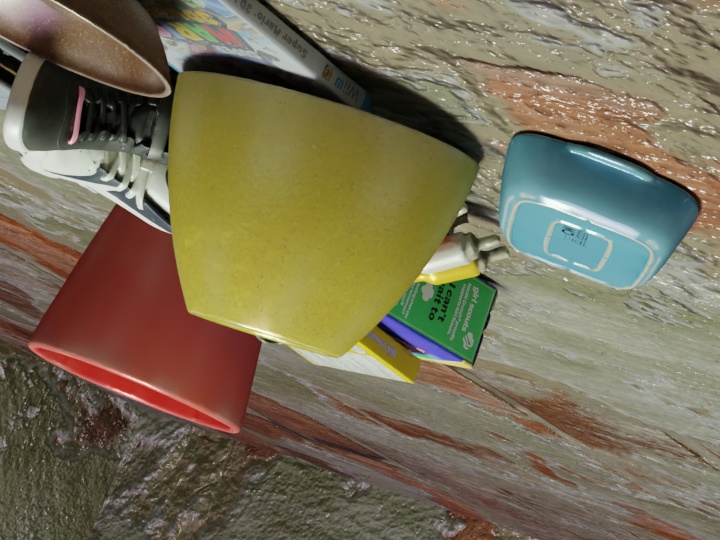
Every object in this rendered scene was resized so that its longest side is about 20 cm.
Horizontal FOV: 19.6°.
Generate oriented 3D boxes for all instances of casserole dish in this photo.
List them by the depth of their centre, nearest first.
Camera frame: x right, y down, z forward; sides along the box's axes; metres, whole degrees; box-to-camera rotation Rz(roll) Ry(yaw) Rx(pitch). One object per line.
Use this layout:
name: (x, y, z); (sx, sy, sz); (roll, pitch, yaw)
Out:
casserole dish: (0.139, -0.031, 1.284); (0.121, 0.039, 0.200); (21, 169, 4)

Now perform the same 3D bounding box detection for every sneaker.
sneaker: (-0.157, -0.103, 1.355); (0.099, 0.071, 0.200); (17, -169, 11)
sneaker: (-0.164, -0.082, 1.542); (0.129, 0.080, 0.199); (18, 169, 13)

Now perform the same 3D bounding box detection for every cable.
cable: (0.000, 0.000, 1.460); (0.200, 0.050, 0.097); (-27, 138, 16)

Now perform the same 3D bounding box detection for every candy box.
candy box: (-0.042, 0.035, 1.608); (0.102, 0.026, 0.200); (12, 164, 35)
candy box: (-0.018, 0.001, 1.665); (0.200, 0.077, 0.169); (28, 166, -38)

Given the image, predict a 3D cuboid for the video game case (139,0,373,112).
video game case: (-0.099, -0.147, 1.232); (0.143, 0.018, 0.200); (14, 167, 37)

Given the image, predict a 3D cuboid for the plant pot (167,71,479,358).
plant pot: (-0.040, -0.026, 1.315); (0.199, 0.142, 0.200); (17, 177, 1)

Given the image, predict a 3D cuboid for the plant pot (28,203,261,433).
plant pot: (-0.163, 0.024, 1.803); (0.200, 0.178, 0.200); (21, 170, 4)

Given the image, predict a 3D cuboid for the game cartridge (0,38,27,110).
game cartridge: (-0.322, -0.171, 1.536); (0.133, 0.042, 0.200); (6, 162, 44)

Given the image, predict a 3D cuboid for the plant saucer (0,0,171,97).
plant saucer: (-0.192, -0.161, 1.198); (0.200, 0.037, 0.200); (25, 172, 4)
